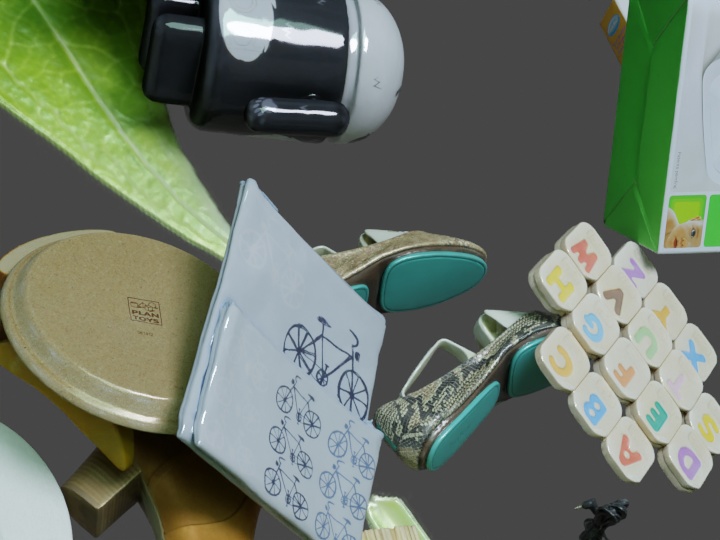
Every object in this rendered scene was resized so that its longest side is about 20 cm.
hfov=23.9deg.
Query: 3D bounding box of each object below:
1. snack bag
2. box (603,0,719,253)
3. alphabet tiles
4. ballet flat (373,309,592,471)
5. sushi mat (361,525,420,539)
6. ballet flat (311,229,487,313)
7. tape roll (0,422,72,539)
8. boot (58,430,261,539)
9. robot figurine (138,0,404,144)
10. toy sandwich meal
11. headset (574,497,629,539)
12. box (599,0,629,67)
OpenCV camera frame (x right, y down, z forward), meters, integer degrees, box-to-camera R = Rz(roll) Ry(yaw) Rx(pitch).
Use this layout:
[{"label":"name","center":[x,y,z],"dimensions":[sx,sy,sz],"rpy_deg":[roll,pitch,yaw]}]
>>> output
[{"label":"snack bag","center":[-0.040,0.068,1.116],"dimensions":[0.189,0.021,0.201],"rpy_deg":[46,44,-41]},{"label":"box","center":[0.298,-0.122,1.344],"dimensions":[0.175,0.202,0.097],"rpy_deg":[-1,17,-20]},{"label":"alphabet tiles","center":[0.202,0.062,1.254],"dimensions":[0.201,0.015,0.196],"rpy_deg":[54,40,-4]},{"label":"ballet flat","center":[0.088,0.070,1.232],"dimensions":[0.199,0.068,0.075],"rpy_deg":[-31,56,-31]},{"label":"sushi mat","center":[0.024,0.263,1.106],"dimensions":[0.095,0.012,0.201],"rpy_deg":[-6,60,-23]},{"label":"ballet flat","center":[0.000,0.000,1.244],"dimensions":[0.199,0.071,0.065],"rpy_deg":[-13,48,-30]},{"label":"tape roll","center":[-0.278,0.173,1.045],"dimensions":[0.201,0.037,0.204],"rpy_deg":[9,55,-13]},{"label":"boot","center":[-0.082,0.156,1.105],"dimensions":[0.201,0.071,0.144],"rpy_deg":[39,54,14]},{"label":"robot figurine","center":[-0.066,-0.159,1.292],"dimensions":[0.198,0.125,0.152],"rpy_deg":[5,75,-16]},{"label":"toy sandwich meal","center":[-0.156,0.049,1.118],"dimensions":[0.204,0.071,0.206],"rpy_deg":[18,34,-13]},{"label":"headset","center":[0.137,0.248,1.106],"dimensions":[0.123,0.094,0.201],"rpy_deg":[22,55,-4]},{"label":"box","center":[0.293,-0.173,1.480],"dimensions":[0.118,0.042,0.201],"rpy_deg":[-9,59,-24]}]
